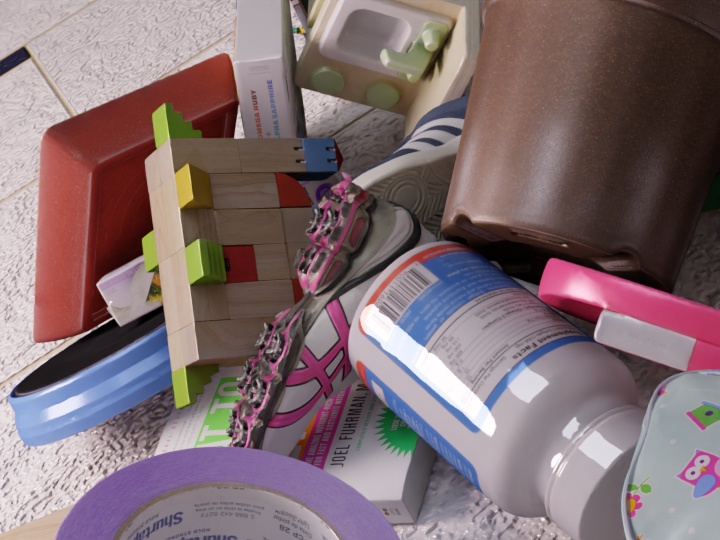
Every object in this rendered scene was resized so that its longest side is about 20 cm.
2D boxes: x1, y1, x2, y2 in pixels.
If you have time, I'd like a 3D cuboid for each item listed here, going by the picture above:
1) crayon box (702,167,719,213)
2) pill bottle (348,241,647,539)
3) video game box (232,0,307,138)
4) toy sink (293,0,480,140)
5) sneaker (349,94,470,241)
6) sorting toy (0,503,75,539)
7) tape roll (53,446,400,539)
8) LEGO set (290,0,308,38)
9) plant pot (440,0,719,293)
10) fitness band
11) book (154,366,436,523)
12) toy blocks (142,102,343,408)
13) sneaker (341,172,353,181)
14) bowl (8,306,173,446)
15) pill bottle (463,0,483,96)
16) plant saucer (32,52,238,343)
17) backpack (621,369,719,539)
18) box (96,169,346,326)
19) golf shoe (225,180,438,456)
[{"bbox_3d":[0.207,-0.092,1.071,0.200,0.058,0.119,-11,38,26],"label":"crayon box"},{"bbox_3d":[0.092,0.075,0.870,0.112,0.112,0.200,-38,49,-13],"label":"pill bottle"},{"bbox_3d":[-0.073,-0.143,1.238,0.047,0.183,0.200,-8,35,2],"label":"video game box"},{"bbox_3d":[0.019,-0.206,1.166,0.112,0.130,0.200,13,52,-14],"label":"toy sink"},{"bbox_3d":[0.046,-0.070,1.038,0.200,0.075,0.084,-28,31,-25],"label":"sneaker"},{"bbox_3d":[-0.188,0.243,0.907,0.200,0.070,0.199,-22,34,10],"label":"sorting toy"},{"bbox_3d":[-0.073,0.187,0.812,0.200,0.066,0.200,6,34,-4],"label":"tape roll"},{"bbox_3d":[0.008,-0.275,1.390,0.200,0.116,0.154,-22,17,15],"label":"LEGO set"},{"bbox_3d":[0.150,-0.093,0.932,0.200,0.200,0.199,7,76,43],"label":"plant pot"},{"bbox_3d":[0.194,0.037,0.816,0.200,0.144,0.038,20,95,17],"label":"fitness band"},{"bbox_3d":[-0.041,0.115,0.998,0.200,0.048,0.134,-6,40,26],"label":"book"},{"bbox_3d":[-0.068,-0.013,1.019,0.136,0.201,0.100,-3,-12,-29],"label":"toy blocks"},{"bbox_3d":[0.000,0.000,1.102,0.095,0.079,0.200,-41,27,-1],"label":"sneaker"},{"bbox_3d":[-0.172,0.062,1.101,0.200,0.039,0.201,-27,10,5],"label":"bowl"},{"bbox_3d":[0.120,-0.203,1.237,0.114,0.114,0.200,-23,34,10],"label":"pill bottle"},{"bbox_3d":[-0.168,-0.051,1.154,0.037,0.200,0.200,31,40,24],"label":"plant saucer"},{"bbox_3d":[0.201,0.146,0.675,0.175,0.153,0.200,0,50,30],"label":"backpack"},{"bbox_3d":[-0.100,-0.022,1.095,0.200,0.039,0.041,-28,11,6],"label":"box"},{"bbox_3d":[-0.016,0.049,0.946,0.200,0.092,0.073,-63,19,3],"label":"golf shoe"}]
